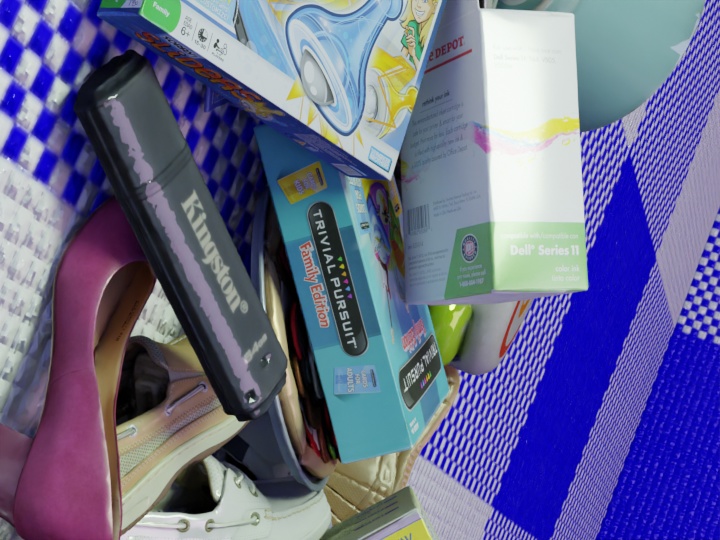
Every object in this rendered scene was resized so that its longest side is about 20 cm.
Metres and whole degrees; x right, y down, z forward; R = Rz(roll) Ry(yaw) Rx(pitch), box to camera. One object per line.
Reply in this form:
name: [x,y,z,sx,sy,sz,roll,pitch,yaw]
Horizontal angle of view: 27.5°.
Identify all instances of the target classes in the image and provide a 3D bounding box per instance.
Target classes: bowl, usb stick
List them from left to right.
usb stick: [-0.088,-0.014,0.747,0.201,0.032,0.056,67,28,-26]
bowl: [0.156,-0.218,1.129,0.105,0.200,0.202,22,87,-37]

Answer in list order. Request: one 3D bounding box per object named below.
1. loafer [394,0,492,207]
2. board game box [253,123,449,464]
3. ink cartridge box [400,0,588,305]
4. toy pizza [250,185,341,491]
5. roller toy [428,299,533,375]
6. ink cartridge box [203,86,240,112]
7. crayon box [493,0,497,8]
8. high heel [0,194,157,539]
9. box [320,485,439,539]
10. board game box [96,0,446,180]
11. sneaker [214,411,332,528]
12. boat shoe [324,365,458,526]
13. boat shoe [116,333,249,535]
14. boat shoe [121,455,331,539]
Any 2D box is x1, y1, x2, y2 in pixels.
loafer: [0.039,-0.105,0.973,0.063,0.071,0.202,-18,120,-59]
board game box: [0.000,0.000,0.908,0.151,0.047,0.201,-35,110,-76]
ink cartridge box: [0.075,-0.083,0.871,0.117,0.067,0.202,169,-80,-66]
toy pizza: [-0.030,0.039,0.937,0.200,0.031,0.202,-7,90,-81]
roller toy: [0.072,-0.027,1.115,0.183,0.139,0.200,-66,169,5]
ink cartridge box: [-0.025,-0.162,0.885,0.200,0.042,0.120,-28,133,-60]
crayon box: [0.088,-0.282,1.052,0.201,0.051,0.127,-70,160,-2]
high heel: [-0.118,0.046,0.741,0.201,0.096,0.067,-65,159,-17]
box: [-0.020,0.225,0.931,0.175,0.097,0.200,-28,175,-2]
board game box: [-0.034,-0.147,0.759,0.200,0.034,0.136,28,75,-47]
sneaker: [-0.071,0.158,1.030,0.071,0.073,0.201,-39,140,-29]
boat shoe: [0.007,0.153,1.185,0.200,0.071,0.069,-50,-179,-17]
boat shoe: [-0.112,0.069,0.830,0.200,0.071,0.077,-50,135,-52]
boat shoe: [-0.091,0.145,0.893,0.199,0.070,0.070,-9,105,-48]
